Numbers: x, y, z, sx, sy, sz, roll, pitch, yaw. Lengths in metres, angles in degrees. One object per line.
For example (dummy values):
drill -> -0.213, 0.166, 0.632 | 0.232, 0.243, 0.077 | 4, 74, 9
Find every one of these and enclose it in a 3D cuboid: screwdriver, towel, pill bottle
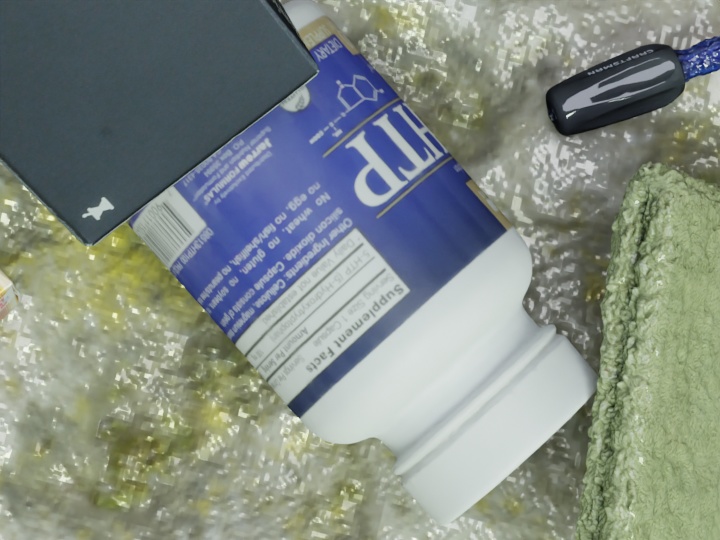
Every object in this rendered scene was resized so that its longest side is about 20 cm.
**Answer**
screwdriver -> 0.173, -0.102, 1.254 | 0.199, 0.029, 0.028 | -22, 86, -2
towel -> 0.142, 0.064, 1.193 | 0.036, 0.148, 0.202 | 2, 82, 40
pill bottle -> 0.000, 0.000, 1.185 | 0.120, 0.120, 0.200 | -42, 89, -8

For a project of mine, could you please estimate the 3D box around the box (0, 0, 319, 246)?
box -> -0.138, -0.152, 1.094 | 0.123, 0.200, 0.199 | -35, 49, 5

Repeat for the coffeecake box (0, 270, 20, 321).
coffeecake box -> -0.263, 0.023, 1.184 | 0.200, 0.073, 0.154 | -44, 88, -8
